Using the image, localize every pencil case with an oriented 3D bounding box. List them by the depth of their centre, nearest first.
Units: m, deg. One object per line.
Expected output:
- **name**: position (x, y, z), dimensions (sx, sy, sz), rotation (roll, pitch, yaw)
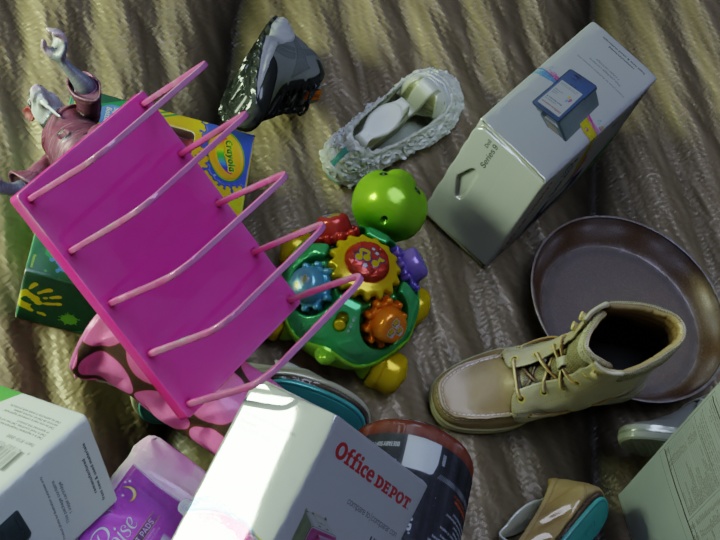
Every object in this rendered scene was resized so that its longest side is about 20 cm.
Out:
- **pencil case**: position (-0.124, 0.099, 1.267), dimensions (0.199, 0.094, 0.091), rotation (36, 27, 2)

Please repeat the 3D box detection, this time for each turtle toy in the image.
- **turtle toy**: position (0.000, 0.000, 1.426), dimensions (0.144, 0.101, 0.201), rotation (25, 52, -3)

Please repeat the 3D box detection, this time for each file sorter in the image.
- **file sorter**: position (-0.114, -0.024, 1.169), dimensions (0.201, 0.125, 0.139), rotation (53, 54, -12)

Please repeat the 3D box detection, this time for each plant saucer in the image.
- **plant saucer**: position (0.244, 0.040, 1.536), dimensions (0.198, 0.032, 0.202), rotation (10, 54, -13)

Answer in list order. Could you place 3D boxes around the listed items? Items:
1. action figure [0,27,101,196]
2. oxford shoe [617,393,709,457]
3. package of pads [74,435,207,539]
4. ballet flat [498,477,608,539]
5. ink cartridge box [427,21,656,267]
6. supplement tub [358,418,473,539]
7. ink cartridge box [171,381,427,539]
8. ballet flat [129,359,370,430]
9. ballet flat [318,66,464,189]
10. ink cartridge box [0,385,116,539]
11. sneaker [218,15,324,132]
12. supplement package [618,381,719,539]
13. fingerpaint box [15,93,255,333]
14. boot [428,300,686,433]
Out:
- **action figure**: position (-0.211, -0.093, 1.317), dimensions (0.148, 0.135, 0.200), rotation (24, 18, -40)
- **oxford shoe**: position (0.307, 0.134, 1.464), dimensions (0.198, 0.075, 0.059), rotation (1, 78, -28)
- **package of pads**: position (-0.167, 0.232, 1.218), dimensions (0.120, 0.076, 0.201), rotation (34, 52, 0)
- **ballet flat**: position (0.129, 0.241, 1.345), dimensions (0.063, 0.069, 0.200), rotation (20, 43, 30)
- **ink cartridge box**: position (0.166, -0.117, 1.542), dimensions (0.087, 0.146, 0.200), rotation (43, 52, 10)
- **supplement tub**: position (0.022, 0.222, 1.278), dimensions (0.106, 0.107, 0.201), rotation (20, 52, -6)
- **ink cartridge box**: position (-0.055, 0.199, 1.162), dimensions (0.084, 0.144, 0.202), rotation (17, 75, 37)
- **ballet flat**: position (-0.089, 0.096, 1.355), dimensions (0.198, 0.070, 0.070), rotation (10, 54, -13)
- **ballet flat**: position (0.042, -0.144, 1.566), dimensions (0.072, 0.072, 0.200), rotation (41, 52, 10)
- **ink cartridge box**: position (-0.294, 0.175, 1.166), dimensions (0.146, 0.084, 0.200), rotation (14, 42, 37)
- **sneaker**: position (-0.073, -0.171, 1.504), dimensions (0.079, 0.074, 0.201), rotation (35, 25, -7)
- **supplement package**: position (0.351, 0.195, 1.362), dimensions (0.189, 0.201, 0.148), rotation (-1, 57, -22)
- **fingerpaint box**: position (-0.186, -0.041, 1.401), dimensions (0.165, 0.074, 0.202), rotation (15, 53, -10)
- **boot**: position (0.161, 0.080, 1.382), dimensions (0.197, 0.156, 0.074), rotation (-7, 75, -8)
